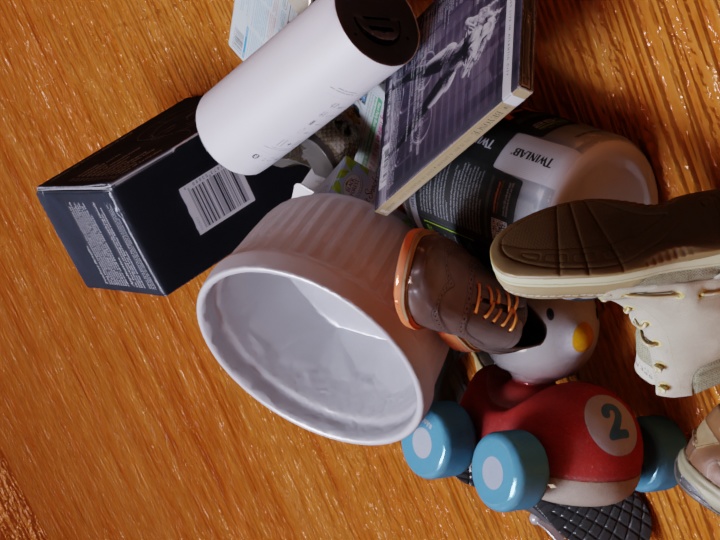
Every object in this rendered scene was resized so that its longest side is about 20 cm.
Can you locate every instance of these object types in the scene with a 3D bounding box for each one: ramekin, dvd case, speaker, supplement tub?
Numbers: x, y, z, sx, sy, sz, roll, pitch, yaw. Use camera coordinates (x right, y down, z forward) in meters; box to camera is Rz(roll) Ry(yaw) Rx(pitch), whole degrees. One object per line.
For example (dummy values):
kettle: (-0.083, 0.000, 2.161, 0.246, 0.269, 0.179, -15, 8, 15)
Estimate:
ramekin: (-0.018, 0.032, 1.349, 0.199, 0.105, 0.201, 21, 145, 16)
dvd case: (0.068, -0.145, 1.234, 0.016, 0.150, 0.200, 18, 150, -22)
speaker: (-0.043, -0.149, 1.332, 0.200, 0.081, 0.082, -32, 91, 47)
supplement tub: (0.112, -0.061, 1.283, 0.199, 0.122, 0.123, 25, 140, 48)

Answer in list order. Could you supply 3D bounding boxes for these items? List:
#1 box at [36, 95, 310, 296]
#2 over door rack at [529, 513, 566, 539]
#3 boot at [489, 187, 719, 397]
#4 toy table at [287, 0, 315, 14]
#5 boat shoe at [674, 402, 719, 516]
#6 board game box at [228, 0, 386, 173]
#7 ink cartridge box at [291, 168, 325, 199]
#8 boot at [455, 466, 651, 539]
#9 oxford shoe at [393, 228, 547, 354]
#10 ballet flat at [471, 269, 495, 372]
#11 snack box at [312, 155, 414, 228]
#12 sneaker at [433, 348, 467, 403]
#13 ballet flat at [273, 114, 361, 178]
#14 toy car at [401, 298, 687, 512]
box: (-0.180, -0.078, 1.693, 0.196, 0.199, 0.125, 7, 126, 59)
over door rack: (0.124, 0.300, 1.644, 0.067, 0.147, 0.200, 54, 154, -1)
boot: (0.189, 0.023, 1.184, 0.155, 0.198, 0.072, 84, 179, -48)
toy table: (-0.068, -0.298, 1.299, 0.117, 0.183, 0.201, -40, 74, 48)
boat shoe: (0.319, 0.165, 1.229, 0.199, 0.076, 0.074, 31, 116, 22)
board game box: (-0.023, -0.181, 1.457, 0.200, 0.064, 0.148, 50, 155, 18)
ink cartridge box: (-0.008, -0.026, 1.550, 0.116, 0.068, 0.200, 28, 153, 6)
boot: (0.163, 0.183, 1.538, 0.199, 0.070, 0.132, 30, -179, 1)
oxford shoe: (0.080, 0.017, 1.237, 0.072, 0.072, 0.200, 9, 172, 25)
ballet flat: (0.113, 0.053, 1.483, 0.063, 0.068, 0.201, 48, 156, 50)
snack box: (0.000, 0.000, 1.448, 0.142, 0.053, 0.200, 29, 147, -12)
sneaker: (0.053, 0.104, 1.616, 0.076, 0.091, 0.201, 37, 149, 31)
ballet flat: (-0.056, -0.121, 1.473, 0.200, 0.046, 0.068, 24, 149, 59)
toy car: (0.152, 0.071, 1.367, 0.176, 0.183, 0.202, 18, 106, 53)
